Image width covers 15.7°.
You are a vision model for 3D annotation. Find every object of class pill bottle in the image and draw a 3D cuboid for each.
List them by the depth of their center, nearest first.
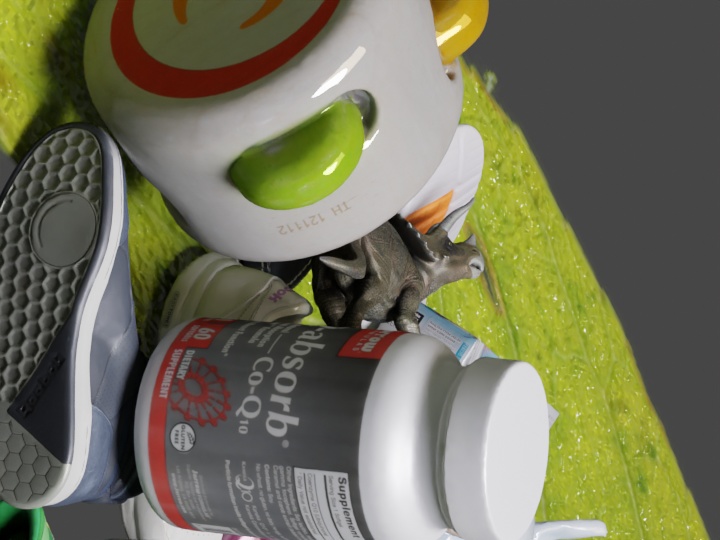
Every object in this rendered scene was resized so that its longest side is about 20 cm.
[{"bbox_3d":[-0.009,0.087,1.379,0.116,0.199,0.117,3,90,-66],"label":"pill bottle"}]

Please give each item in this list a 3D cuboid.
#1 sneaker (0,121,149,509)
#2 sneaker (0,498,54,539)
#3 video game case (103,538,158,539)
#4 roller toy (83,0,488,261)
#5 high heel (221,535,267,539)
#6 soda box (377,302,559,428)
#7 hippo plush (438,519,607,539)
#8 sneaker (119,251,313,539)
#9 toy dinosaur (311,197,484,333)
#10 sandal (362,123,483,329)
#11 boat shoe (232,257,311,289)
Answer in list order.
[{"bbox_3d":[-0.139,0.028,1.416,0.146,0.077,0.204,14,82,-64],"label":"sneaker"},{"bbox_3d":[-0.227,0.181,1.350,0.200,0.074,0.084,-44,138,-50],"label":"sneaker"},{"bbox_3d":[-0.139,0.214,1.390,0.200,0.181,0.023,-46,116,-35],"label":"video game case"},{"bbox_3d":[-0.042,-0.106,1.401,0.201,0.182,0.140,-63,144,-25],"label":"roller toy"},{"bbox_3d":[-0.036,0.199,1.626,0.096,0.067,0.200,-57,142,-23],"label":"high heel"},{"bbox_3d":[0.063,0.082,1.683,0.069,0.063,0.200,-57,155,-4],"label":"soda box"},{"bbox_3d":[0.027,0.191,1.629,0.200,0.159,0.162,34,74,-60],"label":"hippo plush"},{"bbox_3d":[-0.079,0.095,1.498,0.075,0.099,0.201,-2,105,-56],"label":"sneaker"},{"bbox_3d":[0.000,0.000,1.486,0.200,0.077,0.103,19,61,-60],"label":"toy dinosaur"},{"bbox_3d":[0.012,-0.010,1.630,0.079,0.059,0.207,-21,141,-48],"label":"sandal"},{"bbox_3d":[-0.013,-0.071,1.561,0.076,0.060,0.201,39,70,-53],"label":"boat shoe"}]
